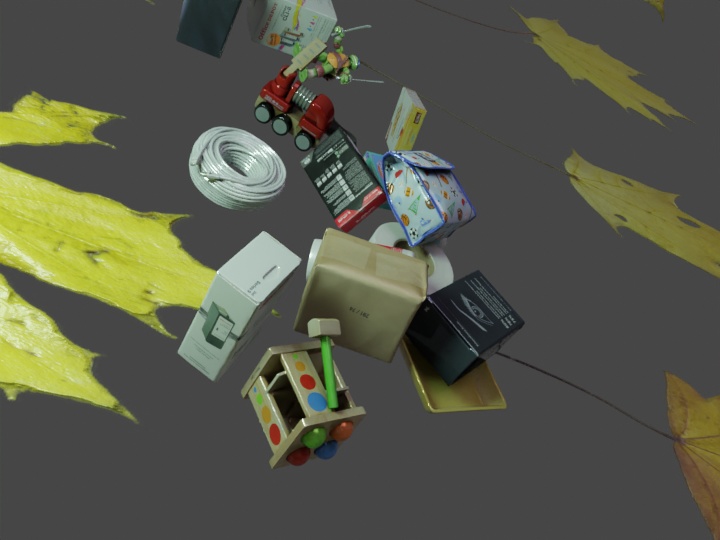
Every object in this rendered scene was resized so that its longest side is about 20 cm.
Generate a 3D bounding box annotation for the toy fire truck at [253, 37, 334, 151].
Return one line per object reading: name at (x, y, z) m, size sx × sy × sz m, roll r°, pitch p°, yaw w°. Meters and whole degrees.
toy fire truck at (-0.126, -0.412, 1.719) m, size 0.175 × 0.201 × 0.129 m, roll 34°, pitch 38°, yaw -2°

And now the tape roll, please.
tape roll at (0.098, -0.005, 1.582) m, size 0.200 × 0.071 × 0.205 m, roll 22°, pitch 40°, yaw -20°

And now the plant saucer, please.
plant saucer at (0.165, 0.196, 1.446) m, size 0.197 × 0.049 × 0.202 m, roll 5°, pitch 48°, yaw -35°

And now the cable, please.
cable at (-0.250, -0.206, 1.519) m, size 0.197 × 0.069 × 0.202 m, roll 24°, pitch 39°, yaw -18°

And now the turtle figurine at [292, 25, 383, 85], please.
turtle figurine at (-0.066, -0.563, 1.949) m, size 0.191 × 0.147 × 0.199 m, roll -13°, pitch 23°, yaw -27°

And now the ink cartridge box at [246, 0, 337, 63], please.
ink cartridge box at (-0.188, -0.681, 1.993) m, size 0.197 × 0.146 × 0.146 m, roll 11°, pitch 44°, yaw -28°

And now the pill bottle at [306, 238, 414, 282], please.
pill bottle at (0.000, 0.000, 1.433) m, size 0.196 × 0.114 × 0.113 m, roll 11°, pitch 39°, yaw 4°

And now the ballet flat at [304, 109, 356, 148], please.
ballet flat at (-0.083, -0.350, 1.823) m, size 0.066 × 0.057 × 0.200 m, roll -13°, pitch 53°, yaw -46°

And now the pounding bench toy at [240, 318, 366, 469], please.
pounding bench toy at (-0.071, 0.190, 1.143) m, size 0.123 × 0.201 × 0.157 m, roll -3°, pitch 51°, yaw -39°

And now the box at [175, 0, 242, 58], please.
box at (-0.357, -0.664, 1.799) m, size 0.121 × 0.199 × 0.202 m, roll 16°, pitch 42°, yaw -20°

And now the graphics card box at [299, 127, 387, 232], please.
graphics card box at (-0.037, -0.198, 1.629) m, size 0.201 × 0.125 × 0.051 m, roll 57°, pitch 14°, yaw 25°

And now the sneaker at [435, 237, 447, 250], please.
sneaker at (0.151, -0.141, 1.723) m, size 0.081 × 0.074 × 0.204 m, roll 5°, pitch 69°, yaw -28°

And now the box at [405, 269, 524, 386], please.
box at (0.201, 0.107, 1.442) m, size 0.199 × 0.105 × 0.149 m, roll -21°, pitch 65°, yaw -47°

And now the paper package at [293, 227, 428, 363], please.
paper package at (-0.001, 0.049, 1.329) m, size 0.197 × 0.192 × 0.104 m, roll 19°, pitch 43°, yaw -4°

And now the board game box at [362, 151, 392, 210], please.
board game box at (0.108, -0.207, 1.819) m, size 0.197 × 0.045 × 0.154 m, roll 9°, pitch 46°, yaw -32°

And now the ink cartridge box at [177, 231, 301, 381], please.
ink cartridge box at (-0.192, 0.056, 1.184) m, size 0.084 × 0.201 × 0.146 m, roll 36°, pitch 37°, yaw 2°

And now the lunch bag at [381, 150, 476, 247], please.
lunch bag at (0.140, -0.173, 1.605) m, size 0.169 × 0.123 × 0.202 m, roll -12°, pitch 71°, yaw -56°

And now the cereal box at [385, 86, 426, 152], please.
cereal box at (0.110, -0.363, 1.859) m, size 0.039 × 0.146 × 0.201 m, roll 15°, pitch 24°, yaw -13°
